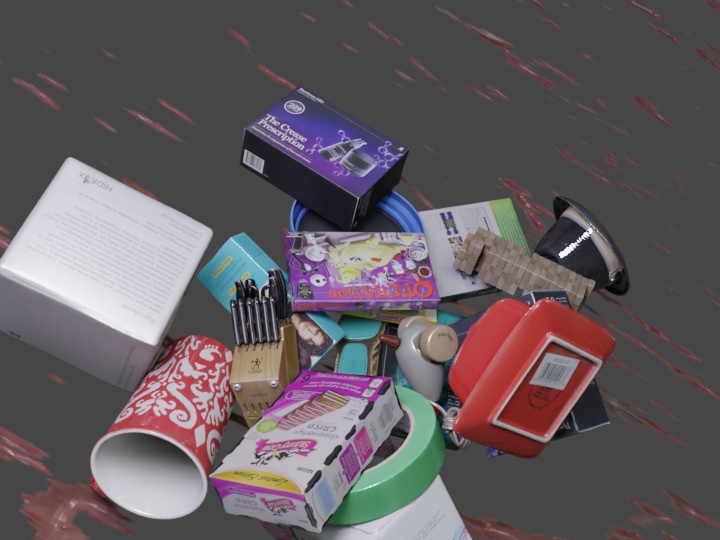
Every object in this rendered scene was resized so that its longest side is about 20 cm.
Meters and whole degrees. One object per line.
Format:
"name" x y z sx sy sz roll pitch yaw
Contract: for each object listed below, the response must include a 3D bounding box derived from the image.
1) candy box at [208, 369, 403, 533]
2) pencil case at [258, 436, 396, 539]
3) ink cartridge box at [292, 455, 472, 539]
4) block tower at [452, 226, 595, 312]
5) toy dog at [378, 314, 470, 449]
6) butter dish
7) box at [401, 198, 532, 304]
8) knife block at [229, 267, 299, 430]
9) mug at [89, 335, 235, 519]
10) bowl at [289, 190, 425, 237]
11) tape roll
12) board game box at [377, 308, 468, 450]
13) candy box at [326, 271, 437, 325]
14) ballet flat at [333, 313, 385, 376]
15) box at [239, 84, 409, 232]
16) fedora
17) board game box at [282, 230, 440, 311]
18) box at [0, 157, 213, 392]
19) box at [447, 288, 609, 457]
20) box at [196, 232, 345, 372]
"candy box" -0.058 0.199 1.073 0.200 0.136 0.061 -49 129 -44
"pencil case" -0.043 0.266 1.208 0.200 0.087 0.087 -35 83 -28
"ink cartridge box" 0.043 0.350 1.132 0.145 0.145 0.200 -39 113 -30
"block tower" 0.240 0.006 1.381 0.200 0.054 0.058 25 38 7
"toy dog" 0.067 0.153 1.245 0.096 0.132 0.200 1 72 -23
"butter dish" 0.190 0.113 1.183 0.200 0.200 0.148 25 12 -43
"box" 0.170 -0.031 1.459 0.200 0.036 0.144 -10 72 -24
"knife block" -0.116 0.104 1.216 0.064 0.200 0.176 -5 45 10
"mug" -0.240 0.178 1.123 0.177 0.134 0.200 -6 30 14
"bowl" -0.006 -0.054 1.360 0.200 0.039 0.201 8 46 -8
"tape roll" 0.000 0.216 1.124 0.200 0.200 0.048 -37 120 -31
"board game box" 0.090 0.147 1.350 0.135 0.028 0.200 15 63 -16
"candy box" 0.010 0.026 1.337 0.200 0.026 0.102 11 41 -6
"ballet flat" -0.004 0.116 1.300 0.070 0.065 0.200 4 36 10
"box" -0.053 -0.166 1.366 0.200 0.079 0.141 32 48 13
"fedora" 0.327 -0.018 1.448 0.092 0.201 0.201 -35 83 -4
"board game box" 0.000 0.000 1.268 0.200 0.032 0.120 0 57 -16
"box" -0.316 0.012 1.145 0.200 0.199 0.171 28 60 -8
"box" 0.234 0.144 1.316 0.107 0.148 0.200 -1 70 -52
"box" -0.121 0.048 1.269 0.200 0.082 0.049 44 19 3
